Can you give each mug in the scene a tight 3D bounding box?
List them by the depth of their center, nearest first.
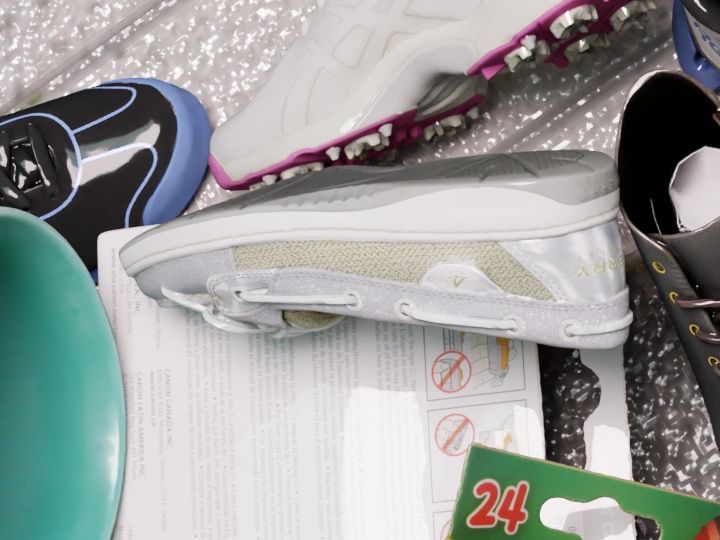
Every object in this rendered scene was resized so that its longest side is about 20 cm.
[{"bbox_3d":[-0.173,0.068,0.952,0.114,0.152,0.186,-3,45,26],"label":"mug"}]

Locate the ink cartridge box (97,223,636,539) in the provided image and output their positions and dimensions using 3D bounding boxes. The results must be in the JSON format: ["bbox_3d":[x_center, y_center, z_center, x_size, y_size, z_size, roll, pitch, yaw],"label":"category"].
[{"bbox_3d":[0.003,0.056,1.004,0.199,0.050,0.162,-6,76,14],"label":"ink cartridge box"}]

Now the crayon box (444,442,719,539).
[{"bbox_3d":[0.073,0.167,0.899,0.051,0.126,0.201,6,83,58],"label":"crayon box"}]

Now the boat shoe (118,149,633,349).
[{"bbox_3d":[0.002,0.000,0.941,0.201,0.074,0.065,-5,100,34],"label":"boat shoe"}]

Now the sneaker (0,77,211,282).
[{"bbox_3d":[-0.154,-0.019,1.056,0.199,0.078,0.070,-29,70,12],"label":"sneaker"}]

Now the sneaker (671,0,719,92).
[{"bbox_3d":[0.186,-0.078,0.929,0.198,0.115,0.081,16,84,22],"label":"sneaker"}]

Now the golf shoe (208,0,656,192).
[{"bbox_3d":[0.017,-0.094,0.994,0.199,0.075,0.092,-28,81,32],"label":"golf shoe"}]

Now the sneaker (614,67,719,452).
[{"bbox_3d":[0.138,0.030,0.926,0.075,0.106,0.201,-31,70,10],"label":"sneaker"}]
